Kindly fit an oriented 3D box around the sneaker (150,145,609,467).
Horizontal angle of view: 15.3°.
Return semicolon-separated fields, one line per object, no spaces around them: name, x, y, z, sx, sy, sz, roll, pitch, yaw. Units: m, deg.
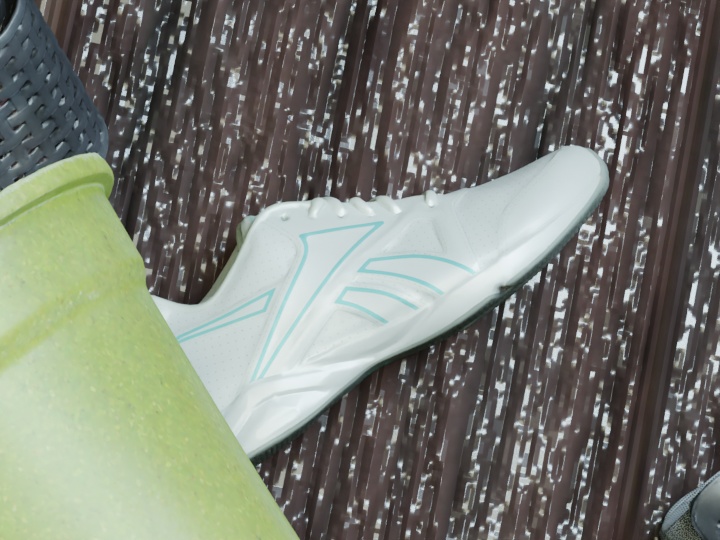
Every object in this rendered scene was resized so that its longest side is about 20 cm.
sneaker;0.000;0.000;0.986;0.200;0.070;0.081;-31;83;-8

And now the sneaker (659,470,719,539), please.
sneaker;0.155;0.135;0.981;0.113;0.076;0.201;22;75;-1

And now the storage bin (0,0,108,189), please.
storage bin;-0.206;-0.042;0.933;0.200;0.094;0.135;-40;57;-8

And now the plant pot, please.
plant pot;-0.105;0.096;0.893;0.200;0.200;0.184;-40;85;-9
